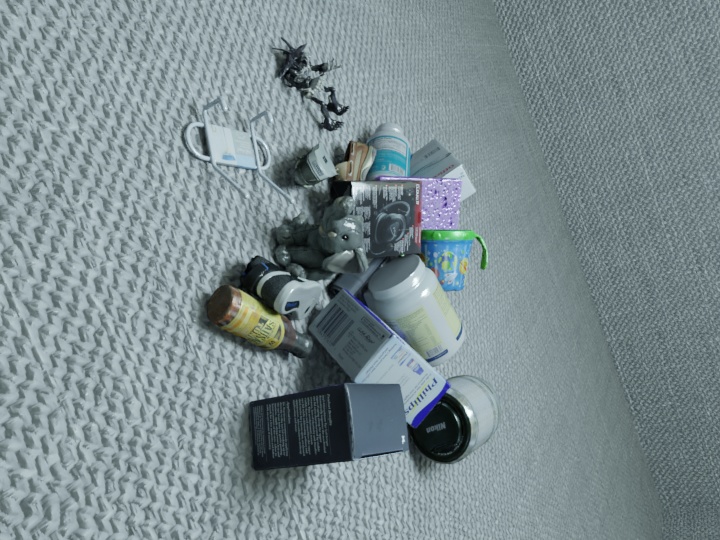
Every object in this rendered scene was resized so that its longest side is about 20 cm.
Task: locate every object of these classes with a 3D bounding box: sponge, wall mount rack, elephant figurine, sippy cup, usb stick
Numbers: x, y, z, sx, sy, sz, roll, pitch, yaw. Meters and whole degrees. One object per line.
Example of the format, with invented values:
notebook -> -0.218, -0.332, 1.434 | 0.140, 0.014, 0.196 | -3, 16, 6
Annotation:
sponge -> 0.124, -0.147, 1.344 | 0.197, 0.030, 0.113 | -1, 107, -20
wall mount rack -> -0.191, -0.190, 1.034 | 0.199, 0.074, 0.176 | -3, 78, -57
elephant figurine -> -0.042, -0.051, 1.083 | 0.155, 0.198, 0.143 | -36, 105, -57
sippy cup -> 0.181, -0.023, 1.348 | 0.139, 0.175, 0.133 | -10, 101, -63
usb stick -> 0.000, 0.000, 1.259 | 0.200, 0.055, 0.033 | -48, 158, -50

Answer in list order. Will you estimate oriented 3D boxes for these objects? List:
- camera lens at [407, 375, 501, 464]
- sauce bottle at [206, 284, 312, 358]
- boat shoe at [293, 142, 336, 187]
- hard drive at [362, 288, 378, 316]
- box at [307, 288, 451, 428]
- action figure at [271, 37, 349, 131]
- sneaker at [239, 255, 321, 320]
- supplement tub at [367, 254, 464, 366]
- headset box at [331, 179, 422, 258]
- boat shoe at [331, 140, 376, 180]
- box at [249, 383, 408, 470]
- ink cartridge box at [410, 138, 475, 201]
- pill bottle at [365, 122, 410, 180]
camera lens -> 0.206, 0.318, 1.338 | 0.199, 0.158, 0.162 | -3, 78, -57
sauce bottle -> -0.151, 0.088, 0.975 | 0.199, 0.065, 0.067 | 33, 49, -44
boat shoe -> -0.093, -0.202, 1.198 | 0.071, 0.063, 0.200 | 61, 10, -9
hard drive -> 0.078, 0.067, 1.383 | 0.200, 0.025, 0.133 | -43, 112, -56
box -> 0.033, 0.156, 1.105 | 0.200, 0.105, 0.184 | 44, -3, -39
action figure -> -0.091, -0.392, 1.266 | 0.200, 0.101, 0.120 | 51, 49, -34
sneaker -> -0.135, 0.021, 1.028 | 0.111, 0.074, 0.200 | 34, -2, 11
supplement tub -> 0.114, 0.084, 1.270 | 0.201, 0.144, 0.145 | 59, 34, -21
headset box -> 0.042, -0.106, 1.238 | 0.198, 0.077, 0.151 | -8, 102, -36
boat shoe -> -0.029, -0.193, 1.308 | 0.071, 0.076, 0.202 | 27, 57, -12
box -> -0.049, 0.237, 0.937 | 0.147, 0.198, 0.106 | 15, 63, -54
ink cartridge box -> 0.169, -0.215, 1.473 | 0.084, 0.144, 0.201 | 53, 8, -30
pill bottle -> 0.060, -0.243, 1.421 | 0.111, 0.110, 0.202 | 40, 44, -41
